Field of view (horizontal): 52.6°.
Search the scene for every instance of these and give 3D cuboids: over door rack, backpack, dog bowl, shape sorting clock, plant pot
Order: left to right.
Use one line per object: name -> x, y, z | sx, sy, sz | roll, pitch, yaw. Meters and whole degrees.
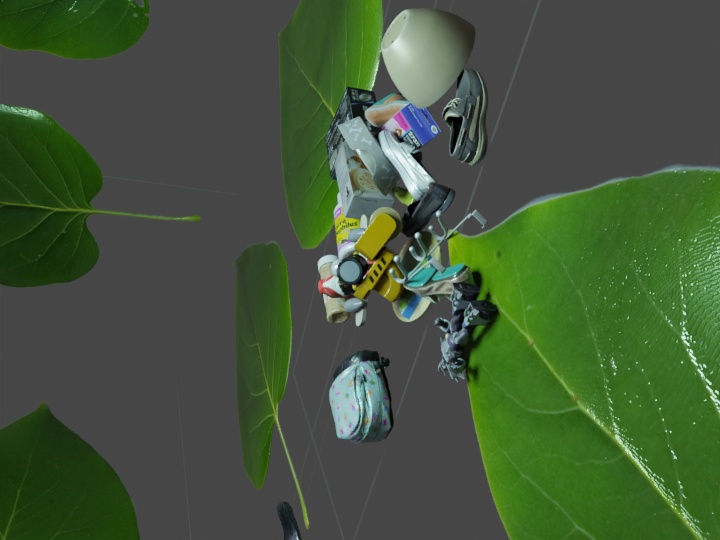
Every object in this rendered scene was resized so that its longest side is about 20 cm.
backpack -> 0.001, 0.309, 1.719 | 0.167, 0.125, 0.202 | -54, 39, 47
dog bowl -> 0.025, -0.274, 1.719 | 0.058, 0.201, 0.201 | -34, 36, 6
shape sorting clock -> 0.122, 0.014, 1.591 | 0.200, 0.039, 0.202 | -48, 34, 47
plant pot -> 0.121, -0.458, 1.501 | 0.200, 0.133, 0.202 | -45, 28, 33
over door rack -> 0.141, -0.052, 1.423 | 0.148, 0.067, 0.200 | -47, 10, -20

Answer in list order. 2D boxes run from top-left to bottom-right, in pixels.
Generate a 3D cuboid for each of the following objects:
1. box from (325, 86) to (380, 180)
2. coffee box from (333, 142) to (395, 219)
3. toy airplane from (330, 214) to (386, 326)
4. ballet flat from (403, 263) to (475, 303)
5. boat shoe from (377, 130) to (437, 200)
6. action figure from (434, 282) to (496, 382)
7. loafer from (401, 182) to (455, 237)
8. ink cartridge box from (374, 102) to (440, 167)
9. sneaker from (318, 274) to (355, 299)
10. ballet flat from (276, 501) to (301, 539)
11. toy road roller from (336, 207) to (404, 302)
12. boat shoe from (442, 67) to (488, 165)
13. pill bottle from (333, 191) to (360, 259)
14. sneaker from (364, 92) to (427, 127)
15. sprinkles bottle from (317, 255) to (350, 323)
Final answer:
box -> -0.021, -0.370, 2.004 | 0.201, 0.085, 0.166 | 121, 148, -49
coffee box -> 0.008, -0.227, 1.856 | 0.080, 0.113, 0.202 | 115, 153, -44
toy airplane -> 0.000, 0.000, 1.724 | 0.201, 0.139, 0.201 | -93, 9, -51
ballet flat -> 0.156, 0.032, 1.445 | 0.068, 0.068, 0.199 | 55, 156, -15
boat shoe -> 0.111, -0.247, 1.629 | 0.067, 0.073, 0.201 | -39, 66, 22
action figure -> 0.181, 0.120, 1.374 | 0.131, 0.068, 0.202 | -115, 34, -46
loafer -> 0.130, -0.135, 1.558 | 0.200, 0.063, 0.073 | -38, 26, 59
ink cartridge box -> 0.104, -0.313, 1.668 | 0.095, 0.037, 0.200 | 56, 153, -2
sneaker -> -0.053, 0.039, 1.876 | 0.200, 0.084, 0.078 | 21, -119, -69
ballet flat -> -0.211, 0.808, 2.277 | 0.066, 0.057, 0.201 | -45, 40, 16
toy road roller -> 0.051, -0.023, 1.555 | 0.201, 0.145, 0.123 | -55, -2, 8
boat shoe -> 0.202, -0.306, 1.418 | 0.074, 0.072, 0.203 | 141, 131, -62
pill bottle -> -0.015, -0.116, 1.899 | 0.105, 0.103, 0.202 | 124, 146, -50
sneaker -> 0.096, -0.386, 1.721 | 0.080, 0.072, 0.199 | -47, 34, -22
sprinkles bottle -> -0.075, 0.052, 2.065 | 0.069, 0.067, 0.202 | 118, 149, -45
